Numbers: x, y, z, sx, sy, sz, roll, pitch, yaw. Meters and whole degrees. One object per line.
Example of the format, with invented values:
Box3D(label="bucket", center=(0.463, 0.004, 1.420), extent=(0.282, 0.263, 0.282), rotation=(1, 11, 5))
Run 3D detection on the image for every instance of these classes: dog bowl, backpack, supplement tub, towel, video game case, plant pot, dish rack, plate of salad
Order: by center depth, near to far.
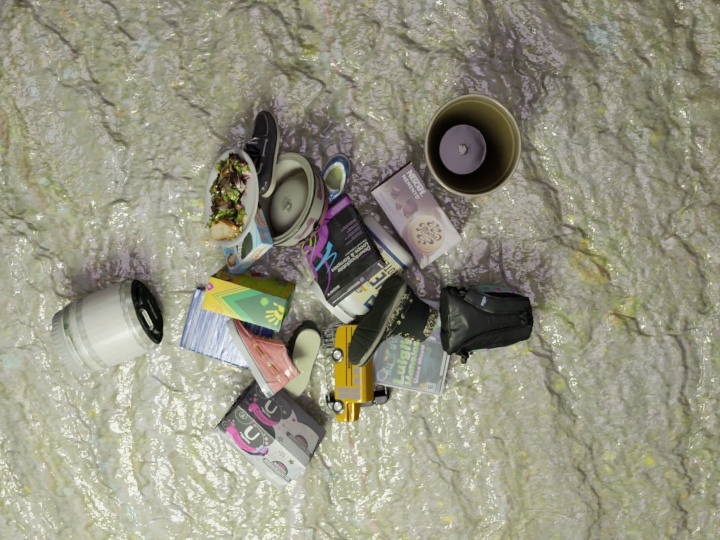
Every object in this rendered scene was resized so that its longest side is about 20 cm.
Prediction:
Box3D(label="plate of salad", center=(-0.275, -0.150, 1.583), extent=(0.047, 0.198, 0.205), rotation=(4, 99, -42))
Box3D(label="plant pot", center=(0.223, -0.257, 1.613), extent=(0.195, 0.174, 0.205), rotation=(0, 97, -1))
Box3D(label="dog bowl", center=(-0.149, -0.142, 1.629), extent=(0.197, 0.073, 0.205), rotation=(-14, 67, 36))
Box3D(label="supplement tub", center=(0.000, 0.000, 1.654), extent=(0.145, 0.145, 0.200), rotation=(43, 95, -4))
Box3D(label="backpack", center=(0.271, 0.096, 1.667), extent=(0.195, 0.127, 0.171), rotation=(-5, 107, -11))
Box3D(label="video game case", center=(0.117, 0.161, 1.702), extent=(0.178, 0.023, 0.205), rotation=(13, 89, -15))
Box3D(label="dish rack", center=(-0.014, 0.210, 1.724), extent=(0.150, 0.055, 0.205), rotation=(-6, 94, -1))
Box3D(label="towel", center=(-0.295, 0.133, 1.733), extent=(0.196, 0.024, 0.148), rotation=(18, 98, 0))

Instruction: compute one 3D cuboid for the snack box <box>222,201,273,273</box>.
Box3D(label="snack box", center=(-0.257, -0.110, 1.628), extent=(0.116, 0.037, 0.203), rotation=(-37, 63, 33))

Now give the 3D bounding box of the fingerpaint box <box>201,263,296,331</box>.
Box3D(label="fingerpaint box", center=(-0.231, 0.054, 1.632), extent=(0.163, 0.200, 0.075), rotation=(17, 98, -3))

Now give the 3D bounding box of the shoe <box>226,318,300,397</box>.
Box3D(label="shoe", center=(-0.210, 0.169, 1.667), extent=(0.090, 0.072, 0.201), rotation=(-33, 65, -5))

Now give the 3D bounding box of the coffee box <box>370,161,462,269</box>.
Box3D(label="coffee box", center=(0.120, -0.121, 1.674), extent=(0.112, 0.080, 0.202), rotation=(-33, 95, 4))

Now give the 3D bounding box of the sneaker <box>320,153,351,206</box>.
Box3D(label="sneaker", center=(-0.079, -0.157, 1.671), extent=(0.074, 0.077, 0.204), rotation=(19, 99, -4))

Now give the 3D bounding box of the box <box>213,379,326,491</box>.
Box3D(label="box", center=(-0.194, 0.350, 1.680), extent=(0.200, 0.132, 0.115), rotation=(43, 123, -4))

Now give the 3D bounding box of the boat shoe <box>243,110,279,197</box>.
Box3D(label="boat shoe", center=(-0.214, -0.256, 1.626), extent=(0.062, 0.072, 0.204), rotation=(17, 61, -38))

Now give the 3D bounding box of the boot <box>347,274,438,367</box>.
Box3D(label="boot", center=(0.073, 0.131, 1.617), extent=(0.153, 0.073, 0.206), rotation=(35, 82, -40))

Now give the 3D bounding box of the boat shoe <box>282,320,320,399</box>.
Box3D(label="boat shoe", center=(-0.142, 0.206, 1.720), extent=(0.072, 0.063, 0.204), rotation=(20, 109, -13))

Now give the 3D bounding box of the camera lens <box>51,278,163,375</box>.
Box3D(label="camera lens", center=(-0.536, 0.120, 1.658), extent=(0.196, 0.160, 0.163), rotation=(-21, 96, 2))

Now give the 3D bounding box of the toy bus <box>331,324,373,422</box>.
Box3D(label="toy bus", center=(-0.015, 0.219, 1.649), extent=(0.077, 0.065, 0.205), rotation=(-3, 86, 21))

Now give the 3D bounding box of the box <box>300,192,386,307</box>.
Box3D(label="box", center=(-0.043, -0.044, 1.588), extent=(0.142, 0.036, 0.202), rotation=(-38, 53, 13))
